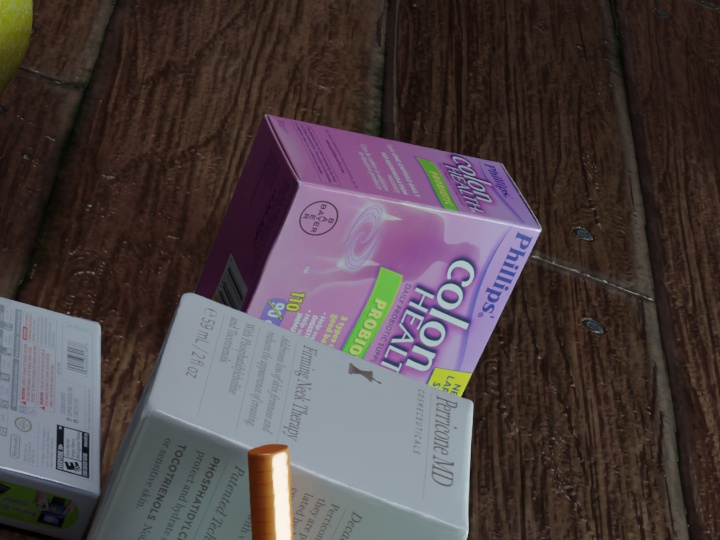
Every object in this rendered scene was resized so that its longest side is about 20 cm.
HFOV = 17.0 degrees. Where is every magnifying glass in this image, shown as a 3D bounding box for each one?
[{"bbox_3d":[-0.046,0.198,1.359,0.022,0.200,0.080,5,13,44],"label":"magnifying glass"}]

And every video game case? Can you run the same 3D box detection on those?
[{"bbox_3d":[-0.260,0.080,1.556,0.181,0.046,0.200,17,28,-16],"label":"video game case"}]

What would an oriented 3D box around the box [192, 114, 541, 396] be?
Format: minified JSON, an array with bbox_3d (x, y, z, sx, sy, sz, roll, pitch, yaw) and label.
[{"bbox_3d":[0.000,0.000,1.763,0.200,0.176,0.097,10,30,-27],"label":"box"}]

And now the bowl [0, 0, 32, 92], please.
[{"bbox_3d":[-0.331,-0.148,1.811,0.200,0.200,0.108,-19,92,-53],"label":"bowl"}]

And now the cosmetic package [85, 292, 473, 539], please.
[{"bbox_3d":[-0.054,0.147,1.465,0.200,0.167,0.167,21,24,-6],"label":"cosmetic package"}]
